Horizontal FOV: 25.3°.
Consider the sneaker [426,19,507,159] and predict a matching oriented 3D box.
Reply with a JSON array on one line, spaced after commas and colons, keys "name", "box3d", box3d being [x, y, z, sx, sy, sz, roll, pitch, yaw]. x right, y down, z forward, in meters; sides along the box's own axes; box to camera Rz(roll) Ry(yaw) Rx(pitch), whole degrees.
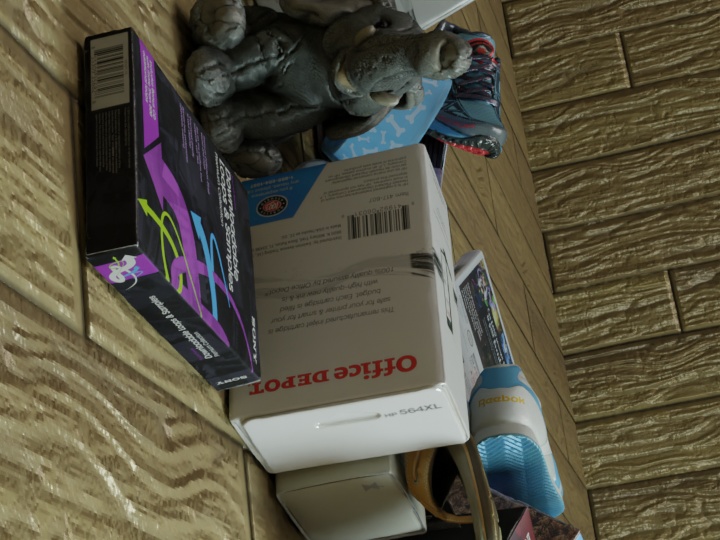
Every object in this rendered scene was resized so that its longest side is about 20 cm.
[{"name": "sneaker", "box3d": [0.091, -0.176, 1.484, 0.096, 0.079, 0.200, -64, -154, 20]}]

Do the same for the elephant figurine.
[{"name": "elephant figurine", "box3d": [-0.011, -0.144, 1.125, 0.142, 0.199, 0.156, 60, 21, -55]}]

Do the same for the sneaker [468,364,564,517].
[{"name": "sneaker", "box3d": [0.131, 0.153, 1.350, 0.200, 0.076, 0.081, 78, 10, -57]}]

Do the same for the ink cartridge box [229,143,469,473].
[{"name": "ink cartridge box", "box3d": [-0.010, 0.026, 1.097, 0.084, 0.145, 0.201, 65, 19, -53]}]

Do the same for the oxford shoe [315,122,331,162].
[{"name": "oxford shoe", "box3d": [-0.005, -0.157, 1.484, 0.085, 0.072, 0.200, 62, 20, -48]}]

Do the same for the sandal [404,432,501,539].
[{"name": "sandal", "box3d": [0.052, 0.127, 1.105, 0.080, 0.054, 0.200, 69, -1, -57]}]

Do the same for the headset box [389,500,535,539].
[{"name": "headset box", "box3d": [0.065, 0.268, 1.184, 0.075, 0.148, 0.201, -39, 116, -67]}]

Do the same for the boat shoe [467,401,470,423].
[{"name": "boat shoe", "box3d": [0.021, 0.110, 1.360, 0.200, 0.091, 0.071, -171, -86, -75]}]

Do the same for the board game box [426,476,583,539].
[{"name": "board game box", "box3d": [0.112, 0.270, 1.342, 0.097, 0.159, 0.200, -52, 143, -22]}]

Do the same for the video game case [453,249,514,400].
[{"name": "video game case", "box3d": [0.110, 0.100, 1.491, 0.182, 0.023, 0.201, -43, 117, -65]}]

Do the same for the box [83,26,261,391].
[{"name": "box", "box3d": [-0.109, -0.030, 0.956, 0.200, 0.036, 0.143, 59, 22, -61]}]

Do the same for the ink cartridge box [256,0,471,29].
[{"name": "ink cartridge box", "box3d": [0.015, -0.253, 1.252, 0.146, 0.200, 0.084, 60, 15, -7]}]

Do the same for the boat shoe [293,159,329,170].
[{"name": "boat shoe", "box3d": [0.004, -0.002, 1.324, 0.202, 0.075, 0.086, 54, -1, -5]}]

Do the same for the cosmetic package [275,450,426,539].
[{"name": "cosmetic package", "box3d": [-0.011, 0.089, 1.171, 0.103, 0.087, 0.200, 65, 17, -51]}]

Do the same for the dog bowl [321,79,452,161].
[{"name": "dog bowl", "box3d": [0.016, -0.124, 1.327, 0.050, 0.112, 0.200, 34, 1, -9]}]

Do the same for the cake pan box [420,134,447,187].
[{"name": "cake pan box", "box3d": [0.048, -0.032, 1.515, 0.184, 0.052, 0.201, -82, 178, -64]}]
